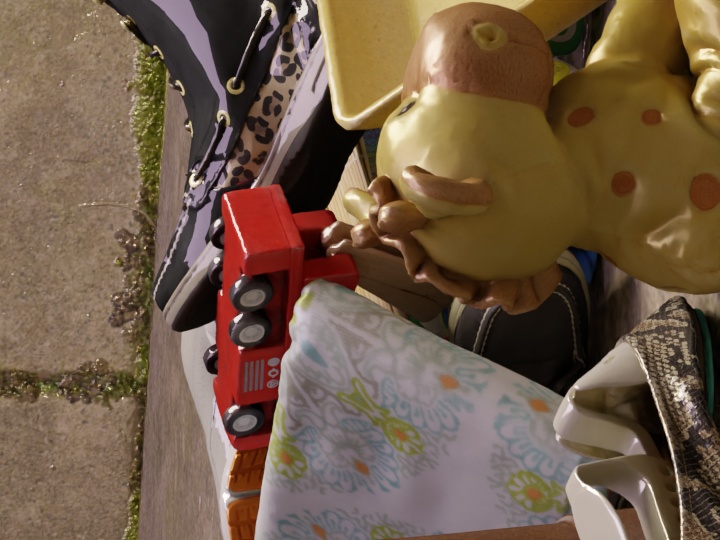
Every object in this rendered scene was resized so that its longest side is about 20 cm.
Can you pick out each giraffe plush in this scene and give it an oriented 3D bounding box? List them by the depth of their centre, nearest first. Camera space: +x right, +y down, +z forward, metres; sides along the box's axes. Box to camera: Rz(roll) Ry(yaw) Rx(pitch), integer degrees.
[{"bbox_3d":[0.078,-0.045,1.049,0.173,0.162,0.200,107,162,-56],"label":"giraffe plush"}]

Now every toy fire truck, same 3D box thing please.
[{"bbox_3d":[0.000,0.000,1.301,0.200,0.141,0.049,95,160,-46],"label":"toy fire truck"}]

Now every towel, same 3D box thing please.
[{"bbox_3d":[0.034,0.112,1.290,0.048,0.171,0.200,-53,-17,-42],"label":"towel"}]

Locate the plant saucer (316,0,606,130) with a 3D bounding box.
[{"bbox_3d":[0.070,-0.166,1.211,0.200,0.048,0.200,-34,40,23],"label":"plant saucer"}]

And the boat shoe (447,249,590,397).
[{"bbox_3d":[0.081,0.065,1.308,0.201,0.072,0.066,93,164,-54],"label":"boat shoe"}]

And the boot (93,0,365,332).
[{"bbox_3d":[-0.079,-0.087,1.343,0.154,0.073,0.204,43,118,20],"label":"boot"}]

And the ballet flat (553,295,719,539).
[{"bbox_3d":[0.116,0.078,1.071,0.200,0.075,0.068,-101,15,-50],"label":"ballet flat"}]

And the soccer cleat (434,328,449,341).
[{"bbox_3d":[0.050,0.089,1.456,0.200,0.069,0.085,86,-176,-45],"label":"soccer cleat"}]

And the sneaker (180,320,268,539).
[{"bbox_3d":[-0.055,0.077,1.438,0.092,0.076,0.200,178,87,-69],"label":"sneaker"}]

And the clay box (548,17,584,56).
[{"bbox_3d":[0.057,-0.206,1.317,0.048,0.115,0.200,-26,-62,-82],"label":"clay box"}]

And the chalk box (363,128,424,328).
[{"bbox_3d":[0.018,-0.050,1.512,0.124,0.124,0.200,-113,27,-66],"label":"chalk box"}]

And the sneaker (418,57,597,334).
[{"bbox_3d":[0.069,-0.008,1.351,0.200,0.076,0.105,103,164,-47],"label":"sneaker"}]

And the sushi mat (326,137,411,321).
[{"bbox_3d":[0.005,0.036,1.389,0.096,0.012,0.200,-35,68,58],"label":"sushi mat"}]

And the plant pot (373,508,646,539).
[{"bbox_3d":[0.040,0.193,1.141,0.200,0.198,0.200,-179,90,-79],"label":"plant pot"}]
